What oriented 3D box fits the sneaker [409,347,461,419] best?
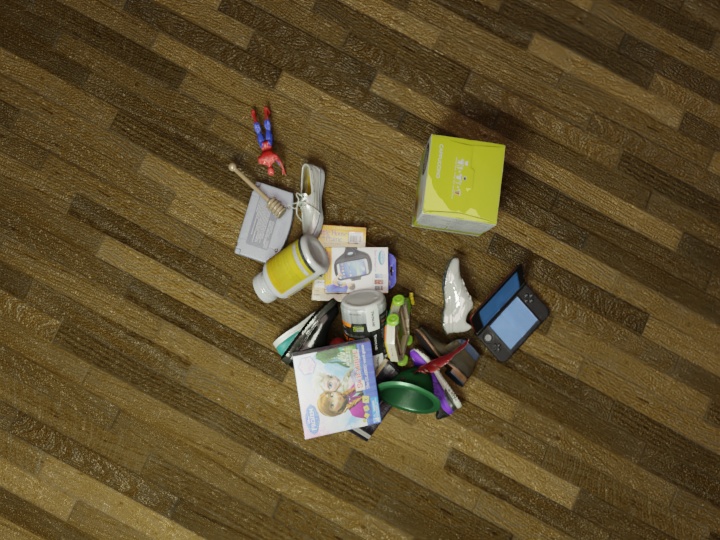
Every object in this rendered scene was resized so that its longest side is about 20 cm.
[{"bbox_3d":[0.176,0.307,1.496,0.098,0.070,0.202,-36,87,-2],"label":"sneaker"}]

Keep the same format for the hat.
[{"bbox_3d":[0.147,0.251,1.447,0.194,0.167,0.181,21,58,-8],"label":"hat"}]

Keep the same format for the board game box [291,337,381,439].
[{"bbox_3d":[-0.057,0.284,1.365,0.192,0.041,0.208,-10,96,-9],"label":"board game box"}]

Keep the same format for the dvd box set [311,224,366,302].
[{"bbox_3d":[-0.058,-0.017,1.535,0.140,0.029,0.208,3,86,-2],"label":"dvd box set"}]

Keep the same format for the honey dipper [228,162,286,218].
[{"bbox_3d":[-0.279,-0.220,1.510,0.199,0.038,0.038,44,85,4],"label":"honey dipper"}]

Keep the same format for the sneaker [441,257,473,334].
[{"bbox_3d":[0.260,0.068,1.517,0.084,0.075,0.209,0,93,5],"label":"sneaker"}]

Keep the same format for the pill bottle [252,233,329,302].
[{"bbox_3d":[-0.184,0.001,1.465,0.197,0.112,0.115,-31,86,22],"label":"pill bottle"}]

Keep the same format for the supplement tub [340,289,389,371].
[{"bbox_3d":[0.017,0.164,1.453,0.118,0.123,0.207,-8,109,-3],"label":"supplement tub"}]

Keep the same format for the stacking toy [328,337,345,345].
[{"bbox_3d":[-0.048,0.282,1.494,0.082,0.086,0.208,-8,79,-2],"label":"stacking toy"}]

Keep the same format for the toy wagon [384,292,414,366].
[{"bbox_3d":[0.106,0.140,1.474,0.038,0.159,0.203,0,40,18],"label":"toy wagon"}]

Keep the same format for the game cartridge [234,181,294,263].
[{"bbox_3d":[-0.254,-0.125,1.537,0.129,0.040,0.207,17,85,3],"label":"game cartridge"}]

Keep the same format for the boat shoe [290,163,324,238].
[{"bbox_3d":[-0.145,-0.187,1.508,0.073,0.085,0.210,0,81,42],"label":"boat shoe"}]

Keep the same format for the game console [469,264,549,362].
[{"bbox_3d":[0.399,0.118,1.495,0.200,0.119,0.173,-44,87,-4],"label":"game console"}]

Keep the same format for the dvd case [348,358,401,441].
[{"bbox_3d":[0.039,0.339,1.463,0.016,0.149,0.202,31,82,41],"label":"dvd case"}]

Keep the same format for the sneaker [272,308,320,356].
[{"bbox_3d":[-0.124,0.187,1.488,0.197,0.084,0.123,-34,82,4],"label":"sneaker"}]

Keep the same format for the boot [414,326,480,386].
[{"bbox_3d":[0.233,0.204,1.513,0.097,0.075,0.201,-44,97,-16],"label":"boot"}]

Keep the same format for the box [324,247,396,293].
[{"bbox_3d":[0.000,0.000,1.501,0.192,0.041,0.124,-1,86,0],"label":"box"}]

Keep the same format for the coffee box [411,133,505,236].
[{"bbox_3d":[0.251,-0.216,1.478,0.192,0.198,0.208,8,85,-1],"label":"coffee box"}]

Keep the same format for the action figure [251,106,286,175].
[{"bbox_3d":[-0.253,-0.334,1.546,0.063,0.100,0.206,-13,64,0],"label":"action figure"}]

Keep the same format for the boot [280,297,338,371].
[{"bbox_3d":[-0.085,0.195,1.418,0.157,0.079,0.213,39,87,-8],"label":"boot"}]
